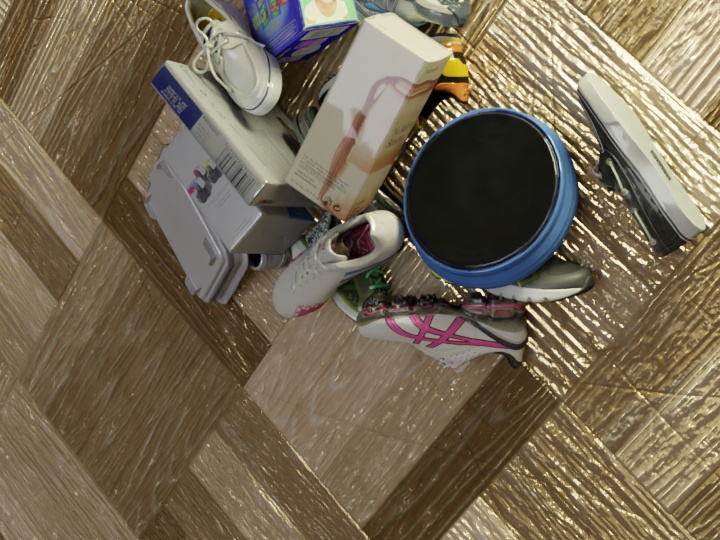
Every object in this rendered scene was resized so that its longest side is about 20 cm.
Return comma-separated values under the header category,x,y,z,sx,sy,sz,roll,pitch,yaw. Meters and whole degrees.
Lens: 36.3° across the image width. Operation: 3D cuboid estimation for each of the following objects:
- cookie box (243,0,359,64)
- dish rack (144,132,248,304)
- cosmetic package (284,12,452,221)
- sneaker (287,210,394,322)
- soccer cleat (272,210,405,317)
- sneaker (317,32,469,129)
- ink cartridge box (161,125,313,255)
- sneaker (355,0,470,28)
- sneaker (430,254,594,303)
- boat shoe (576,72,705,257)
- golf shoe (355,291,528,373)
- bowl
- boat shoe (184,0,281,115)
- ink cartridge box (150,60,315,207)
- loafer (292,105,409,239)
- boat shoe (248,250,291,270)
category,x,y,z,sx,sy,sz,roll,pitch,yaw
cookie box,-0.084,-0.359,1.273,0.171,0.074,0.204,-10,93,66
dish rack,-0.223,-0.059,1.432,0.202,0.043,0.172,60,151,12
cosmetic package,0.009,-0.167,1.196,0.087,0.103,0.202,33,116,10
sneaker,0.000,0.000,1.325,0.199,0.077,0.089,40,108,19
soccer cleat,-0.040,-0.012,1.261,0.198,0.086,0.071,-33,70,25
sneaker,0.036,-0.200,1.265,0.197,0.070,0.092,-18,85,32
ink cartridge box,-0.158,-0.116,1.324,0.068,0.115,0.201,-44,69,21
sneaker,0.042,-0.298,1.252,0.198,0.077,0.088,28,119,36
sneaker,0.163,-0.017,1.209,0.197,0.074,0.086,11,103,31
boat shoe,0.272,-0.107,1.126,0.063,0.070,0.202,-36,79,30
golf shoe,0.092,0.073,1.243,0.196,0.073,0.094,-1,99,11
bowl,0.136,-0.082,1.190,0.197,0.039,0.205,-10,69,26
boat shoe,-0.161,-0.263,1.279,0.075,0.085,0.204,-45,51,23
ink cartridge box,-0.129,-0.156,1.301,0.043,0.199,0.197,-46,72,19
loafer,-0.001,-0.119,1.305,0.063,0.072,0.201,-37,86,32
boat shoe,-0.158,-0.090,1.413,0.074,0.065,0.202,-43,74,31
